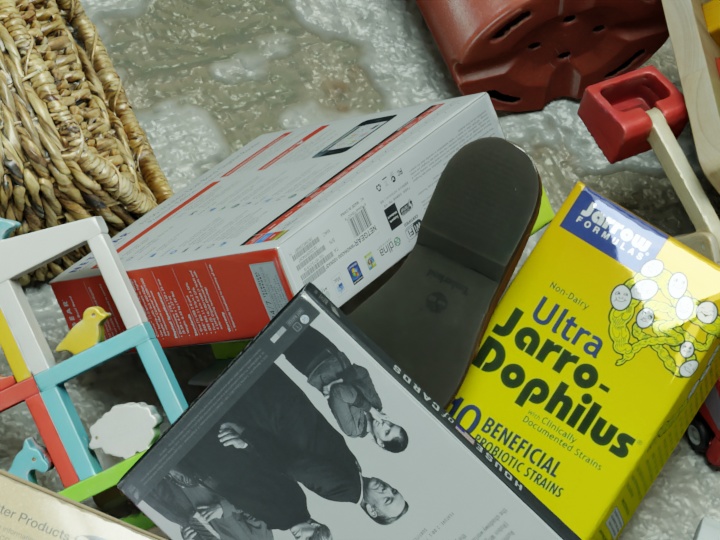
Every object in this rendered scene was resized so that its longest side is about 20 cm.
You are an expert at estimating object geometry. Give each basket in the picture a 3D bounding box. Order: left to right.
[{"bbox_3d":[-0.190,-0.108,1.468,0.148,0.143,0.201,-14,57,-19],"label":"basket"}]

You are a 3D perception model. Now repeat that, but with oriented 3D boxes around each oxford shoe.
[{"bbox_3d":[0.038,0.027,1.317,0.071,0.071,0.201,35,95,13],"label":"oxford shoe"}]

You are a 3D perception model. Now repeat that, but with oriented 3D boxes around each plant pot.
[{"bbox_3d":[0.100,-0.219,1.586,0.199,0.201,0.196,-10,64,-17],"label":"plant pot"}]

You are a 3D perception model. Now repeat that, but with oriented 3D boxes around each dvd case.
[{"bbox_3d":[-0.004,0.126,1.280,0.200,0.150,0.025,43,19,-4],"label":"dvd case"}]

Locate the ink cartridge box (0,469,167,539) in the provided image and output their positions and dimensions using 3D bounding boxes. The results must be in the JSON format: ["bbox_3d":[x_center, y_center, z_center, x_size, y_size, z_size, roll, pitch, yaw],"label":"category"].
[{"bbox_3d":[-0.195,0.186,1.263,0.199,0.075,0.166,22,70,6],"label":"ink cartridge box"}]

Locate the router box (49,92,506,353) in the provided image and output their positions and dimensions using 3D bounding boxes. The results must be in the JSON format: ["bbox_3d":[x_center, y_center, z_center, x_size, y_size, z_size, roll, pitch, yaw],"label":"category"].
[{"bbox_3d":[-0.041,-0.026,1.392,0.200,0.179,0.049,-38,112,-43],"label":"router box"}]

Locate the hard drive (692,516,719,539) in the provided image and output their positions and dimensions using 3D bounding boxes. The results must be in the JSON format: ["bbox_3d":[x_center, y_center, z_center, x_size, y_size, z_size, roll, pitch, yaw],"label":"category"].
[{"bbox_3d":[0.262,0.224,1.374,0.199,0.027,0.132,21,53,5],"label":"hard drive"}]

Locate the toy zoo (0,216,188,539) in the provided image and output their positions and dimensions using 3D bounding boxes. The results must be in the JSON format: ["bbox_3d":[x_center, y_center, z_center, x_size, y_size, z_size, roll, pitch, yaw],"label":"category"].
[{"bbox_3d":[-0.166,0.061,1.330,0.131,0.020,0.201,-26,88,7],"label":"toy zoo"}]

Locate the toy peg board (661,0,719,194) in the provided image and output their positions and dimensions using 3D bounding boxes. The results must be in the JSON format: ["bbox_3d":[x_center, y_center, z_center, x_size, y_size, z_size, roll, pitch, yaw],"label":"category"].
[{"bbox_3d":[0.266,-0.105,1.502,0.097,0.200,0.200,-23,51,20],"label":"toy peg board"}]

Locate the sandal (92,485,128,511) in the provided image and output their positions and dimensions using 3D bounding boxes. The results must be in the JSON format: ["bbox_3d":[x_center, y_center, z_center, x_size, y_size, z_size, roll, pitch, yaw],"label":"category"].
[{"bbox_3d":[-0.049,0.099,1.391,0.199,0.080,0.054,-16,79,-26],"label":"sandal"}]

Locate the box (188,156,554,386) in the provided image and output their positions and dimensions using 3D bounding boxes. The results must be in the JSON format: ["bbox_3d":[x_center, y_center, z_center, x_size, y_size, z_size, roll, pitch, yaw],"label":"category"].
[{"bbox_3d":[0.000,0.000,1.432,0.200,0.122,0.048,-33,108,-33],"label":"box"}]

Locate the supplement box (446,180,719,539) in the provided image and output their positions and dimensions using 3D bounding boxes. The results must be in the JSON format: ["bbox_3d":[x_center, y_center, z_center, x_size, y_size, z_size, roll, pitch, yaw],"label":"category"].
[{"bbox_3d":[0.112,0.073,1.356,0.108,0.110,0.201,31,84,14],"label":"supplement box"}]

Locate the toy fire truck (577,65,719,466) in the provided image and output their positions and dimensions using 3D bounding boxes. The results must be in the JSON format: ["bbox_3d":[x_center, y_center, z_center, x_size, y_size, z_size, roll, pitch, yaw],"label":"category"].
[{"bbox_3d":[0.186,-0.002,1.457,0.049,0.141,0.200,-19,59,-23],"label":"toy fire truck"}]
